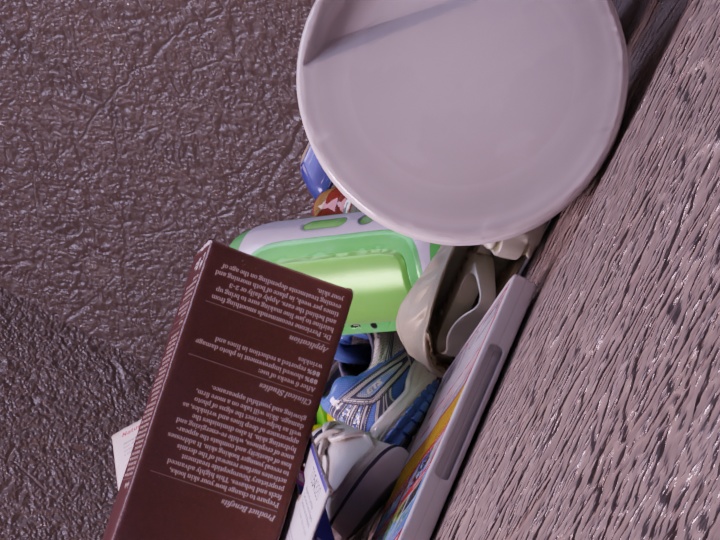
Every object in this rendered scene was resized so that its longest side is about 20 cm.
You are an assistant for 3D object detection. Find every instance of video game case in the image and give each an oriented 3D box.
[{"bbox_3d":[0.043,0.113,1.144,0.201,0.017,0.143,-63,1,-33],"label":"video game case"}]

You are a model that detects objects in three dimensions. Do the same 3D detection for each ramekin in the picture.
[{"bbox_3d":[0.064,-0.110,1.179,0.203,0.202,0.094,-63,-10,-5],"label":"ramekin"}]

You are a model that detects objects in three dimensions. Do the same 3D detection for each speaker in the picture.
[{"bbox_3d":[0.000,0.000,1.397,0.199,0.089,0.089,-6,41,33],"label":"speaker"}]

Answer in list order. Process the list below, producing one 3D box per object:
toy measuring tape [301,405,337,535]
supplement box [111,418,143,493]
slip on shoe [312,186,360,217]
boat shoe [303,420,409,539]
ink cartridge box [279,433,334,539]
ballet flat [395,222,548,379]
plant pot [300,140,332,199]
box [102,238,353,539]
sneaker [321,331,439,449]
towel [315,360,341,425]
[{"bbox_3d":[-0.012,0.172,1.508,0.201,0.073,0.074,93,-161,-50],"label":"toy measuring tape"},{"bbox_3d":[-0.112,0.186,1.469,0.126,0.074,0.201,-29,42,13],"label":"supplement box"},{"bbox_3d":[0.017,0.008,1.537,0.074,0.061,0.201,-53,-45,-30],"label":"slip on shoe"},{"bbox_3d":[-0.011,0.139,1.339,0.071,0.070,0.200,-46,-3,-8],"label":"boat shoe"},{"bbox_3d":[-0.047,0.202,1.207,0.196,0.043,0.201,-118,48,-76],"label":"ink cartridge box"},{"bbox_3d":[0.086,-0.011,1.264,0.070,0.069,0.201,-64,0,-61],"label":"ballet flat"},{"bbox_3d":[0.057,-0.111,1.646,0.201,0.179,0.200,-63,1,0],"label":"plant pot"},{"bbox_3d":[-0.083,0.094,1.203,0.075,0.100,0.201,148,141,-74],"label":"box"},{"bbox_3d":[0.027,0.055,1.453,0.077,0.085,0.200,-62,0,37],"label":"sneaker"},{"bbox_3d":[-0.022,0.132,1.599,0.147,0.024,0.201,-51,-27,-47],"label":"towel"}]
